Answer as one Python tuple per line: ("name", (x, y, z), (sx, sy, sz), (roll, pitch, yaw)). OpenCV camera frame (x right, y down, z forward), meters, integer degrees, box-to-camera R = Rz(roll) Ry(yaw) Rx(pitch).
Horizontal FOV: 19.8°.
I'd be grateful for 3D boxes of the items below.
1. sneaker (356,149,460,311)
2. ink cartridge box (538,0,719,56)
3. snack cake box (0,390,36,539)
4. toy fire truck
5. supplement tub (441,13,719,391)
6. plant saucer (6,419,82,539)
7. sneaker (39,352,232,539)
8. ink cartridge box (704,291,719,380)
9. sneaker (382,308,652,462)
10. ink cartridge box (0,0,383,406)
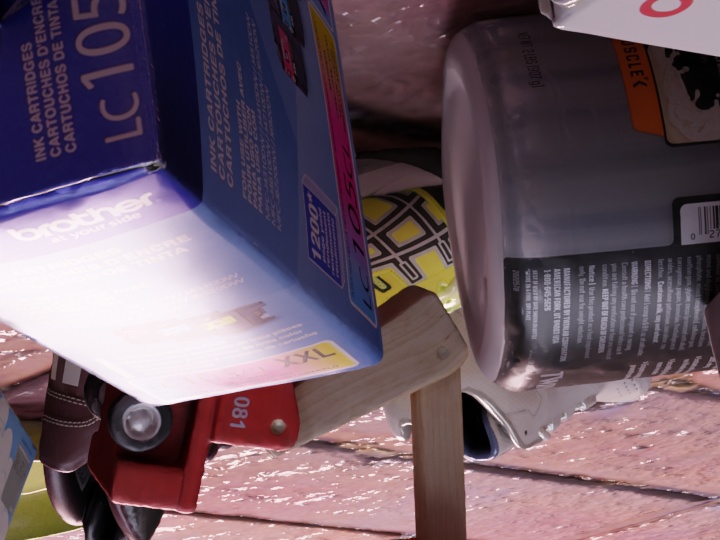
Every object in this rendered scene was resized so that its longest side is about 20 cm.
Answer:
("sneaker", (0.000, 0.000, 0.761), (0.200, 0.076, 0.075), (-1, 160, -16))
("ink cartridge box", (0.156, -0.112, 0.501), (0.200, 0.088, 0.145), (3, 159, -32))
("snack cake box", (-0.228, 0.050, 0.734), (0.200, 0.067, 0.115), (13, 157, 10))
("toy fire truck", (-0.016, 0.035, 0.687), (0.141, 0.200, 0.049), (9, -174, -20))
("supplement tub", (0.132, -0.030, 0.675), (0.200, 0.123, 0.123), (-6, 161, -5))
("plant saucer", (-0.215, 0.114, 1.111), (0.200, 0.031, 0.200), (-7, 162, -2))
("sneaker", (-0.077, 0.064, 0.852), (0.076, 0.116, 0.200), (12, 174, 29))
("ink cartridge box", (0.230, 0.001, 0.590), (0.200, 0.045, 0.176), (17, 134, -21))
("sneaker", (0.064, 0.048, 0.934), (0.200, 0.087, 0.074), (10, 153, -45))
("ink cartridge box", (-0.064, -0.056, 0.503), (0.076, 0.137, 0.200), (-14, 161, 14))
